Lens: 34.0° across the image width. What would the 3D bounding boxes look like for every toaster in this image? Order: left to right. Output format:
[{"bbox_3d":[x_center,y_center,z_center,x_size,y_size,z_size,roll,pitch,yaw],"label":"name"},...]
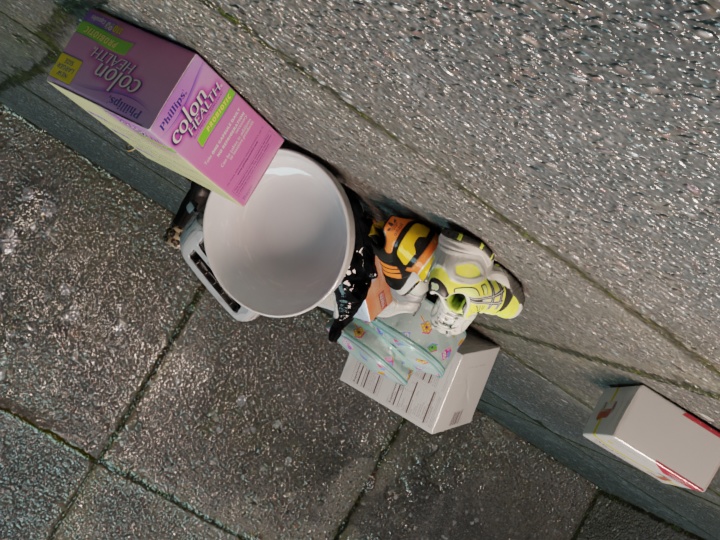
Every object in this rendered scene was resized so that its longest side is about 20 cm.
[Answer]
[{"bbox_3d":[-0.141,-0.025,1.536,0.200,0.129,0.114,51,144,-1],"label":"toaster"}]

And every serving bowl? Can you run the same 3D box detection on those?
[{"bbox_3d":[-0.089,-0.047,1.416,0.199,0.202,0.066,29,-164,20],"label":"serving bowl"}]

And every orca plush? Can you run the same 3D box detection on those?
[{"bbox_3d":[-0.012,0.001,1.467,0.104,0.202,0.071,-5,-154,-37],"label":"orca plush"}]

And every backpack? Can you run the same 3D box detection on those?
[{"bbox_3d":[0.058,0.090,1.841,0.199,0.154,0.176,18,162,37],"label":"backpack"}]

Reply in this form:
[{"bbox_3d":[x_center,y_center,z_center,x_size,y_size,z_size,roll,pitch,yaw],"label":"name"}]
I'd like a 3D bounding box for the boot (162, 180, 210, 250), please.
[{"bbox_3d":[-0.216,-0.090,1.745,0.073,0.152,0.200,26,179,13],"label":"boot"}]

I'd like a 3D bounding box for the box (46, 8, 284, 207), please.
[{"bbox_3d":[-0.215,-0.181,1.323,0.175,0.097,0.200,27,174,33],"label":"box"}]

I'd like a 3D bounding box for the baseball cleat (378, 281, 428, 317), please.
[{"bbox_3d":[0.000,0.000,1.653,0.199,0.107,0.070,30,-156,19],"label":"baseball cleat"}]

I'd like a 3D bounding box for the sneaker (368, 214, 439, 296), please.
[{"bbox_3d":[0.048,-0.028,1.428,0.090,0.070,0.200,37,169,-3],"label":"sneaker"}]

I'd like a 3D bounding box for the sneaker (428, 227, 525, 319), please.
[{"bbox_3d":[0.126,0.019,1.351,0.075,0.077,0.200,24,172,36],"label":"sneaker"}]

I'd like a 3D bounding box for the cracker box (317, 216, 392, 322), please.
[{"bbox_3d":[-0.057,-0.020,1.609,0.199,0.058,0.135,16,132,38],"label":"cracker box"}]

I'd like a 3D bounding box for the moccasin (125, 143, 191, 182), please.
[{"bbox_3d":[-0.290,-0.189,1.689,0.073,0.078,0.201,27,173,30],"label":"moccasin"}]

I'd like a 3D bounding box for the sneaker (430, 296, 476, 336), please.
[{"bbox_3d":[0.129,0.044,1.523,0.075,0.081,0.200,32,172,4],"label":"sneaker"}]

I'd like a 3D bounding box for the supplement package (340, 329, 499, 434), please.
[{"bbox_3d":[0.103,0.160,2.028,0.199,0.152,0.151,28,-165,28],"label":"supplement package"}]

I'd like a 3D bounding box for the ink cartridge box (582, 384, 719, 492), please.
[{"bbox_3d":[0.407,0.232,1.638,0.144,0.084,0.200,31,174,2],"label":"ink cartridge box"}]
